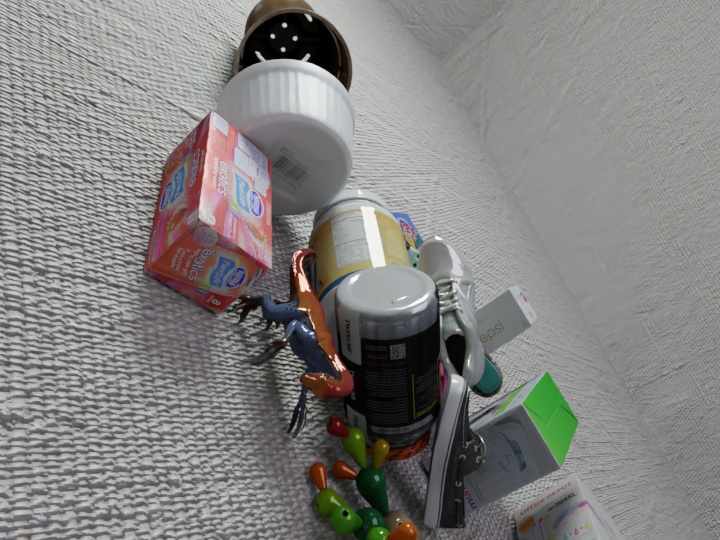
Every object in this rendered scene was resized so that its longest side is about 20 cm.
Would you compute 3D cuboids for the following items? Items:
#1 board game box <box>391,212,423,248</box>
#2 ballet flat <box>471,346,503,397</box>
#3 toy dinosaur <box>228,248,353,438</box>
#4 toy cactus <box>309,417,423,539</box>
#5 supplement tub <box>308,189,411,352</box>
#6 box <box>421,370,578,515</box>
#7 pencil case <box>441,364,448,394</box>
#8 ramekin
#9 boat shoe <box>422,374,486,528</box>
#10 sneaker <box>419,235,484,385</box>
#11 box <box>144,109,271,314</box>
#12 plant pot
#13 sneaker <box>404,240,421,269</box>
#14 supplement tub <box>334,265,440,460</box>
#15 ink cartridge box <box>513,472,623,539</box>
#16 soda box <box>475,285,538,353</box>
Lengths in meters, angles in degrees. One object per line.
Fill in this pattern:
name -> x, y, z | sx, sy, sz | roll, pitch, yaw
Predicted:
board game box -> 0.069, -0.043, 1.163 | 0.137, 0.044, 0.199 | 61, 24, 12
ballet flat -> 0.130, 0.100, 0.893 | 0.201, 0.067, 0.075 | 51, -6, 3
toy dinosaur -> -0.061, 0.062, 0.644 | 0.178, 0.204, 0.105 | 16, -17, 40
toy cactus -> 0.025, 0.263, 0.644 | 0.165, 0.101, 0.203 | 43, 16, -47
supplement tub -> 0.000, 0.000, 0.853 | 0.144, 0.143, 0.204 | 35, 30, -37
box -> 0.205, 0.245, 0.885 | 0.098, 0.175, 0.199 | 57, 24, 11
pencil case -> 0.103, 0.179, 0.892 | 0.198, 0.089, 0.096 | 5, 60, -62
ramekin -> -0.100, -0.168, 0.829 | 0.199, 0.198, 0.100 | 32, 39, -40
boat shoe -> 0.119, 0.225, 0.738 | 0.064, 0.207, 0.070 | 9, 14, 7
sneaker -> 0.121, 0.052, 0.800 | 0.080, 0.068, 0.207 | 16, 59, -75
box -> -0.164, -0.070, 0.693 | 0.102, 0.094, 0.204 | 35, 31, -36
plant pot -> -0.127, -0.380, 1.072 | 0.199, 0.200, 0.201 | 36, 21, -34
sneaker -> 0.099, 0.036, 0.963 | 0.200, 0.119, 0.074 | 42, 5, 11
supplement tub -> 0.034, 0.109, 0.713 | 0.123, 0.118, 0.206 | -69, 157, -63
ink cartridge box -> 0.319, 0.421, 0.912 | 0.126, 0.128, 0.201 | 50, 15, -9
soda box -> 0.187, 0.109, 0.998 | 0.069, 0.199, 0.063 | 57, 26, 12
